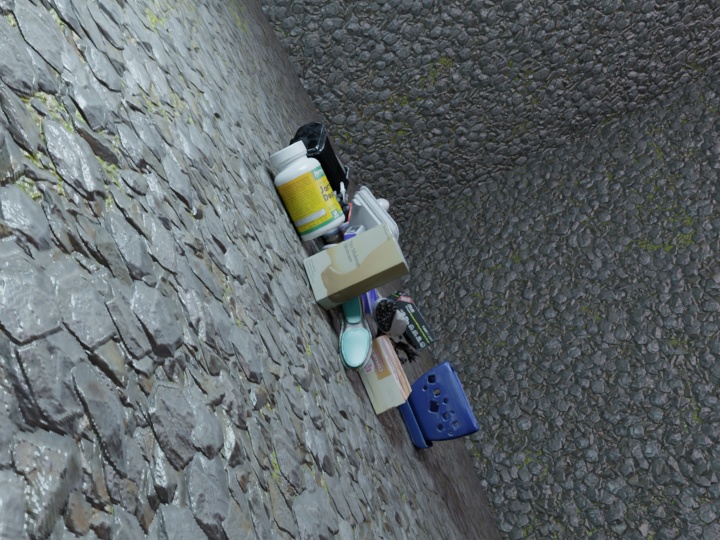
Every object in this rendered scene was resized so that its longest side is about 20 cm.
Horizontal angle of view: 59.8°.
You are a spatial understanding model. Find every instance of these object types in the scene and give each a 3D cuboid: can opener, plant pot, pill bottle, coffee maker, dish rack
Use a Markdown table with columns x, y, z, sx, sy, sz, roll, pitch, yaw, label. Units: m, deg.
| x | y | z | sx | sy | sz | roll | pitch | yaw | label |
| --- | --- | --- | --- | --- | --- | --- | --- | --- | --- |
| -0.062 | -0.173 | 1.643 | 0.200 | 0.066 | 0.054 | 107 | -24 | -76 | can opener |
| 0.210 | 0.384 | 1.743 | 0.202 | 0.178 | 0.200 | 67 | 7 | 16 | plant pot |
| -0.124 | -0.179 | 1.399 | 0.113 | 0.112 | 0.202 | -85 | 149 | -77 | pill bottle |
| -0.114 | -0.298 | 1.821 | 0.200 | 0.134 | 0.193 | 57 | 12 | -51 | coffee maker |
| 0.023 | -0.101 | 1.630 | 0.200 | 0.043 | 0.173 | 53 | -34 | 35 | dish rack |

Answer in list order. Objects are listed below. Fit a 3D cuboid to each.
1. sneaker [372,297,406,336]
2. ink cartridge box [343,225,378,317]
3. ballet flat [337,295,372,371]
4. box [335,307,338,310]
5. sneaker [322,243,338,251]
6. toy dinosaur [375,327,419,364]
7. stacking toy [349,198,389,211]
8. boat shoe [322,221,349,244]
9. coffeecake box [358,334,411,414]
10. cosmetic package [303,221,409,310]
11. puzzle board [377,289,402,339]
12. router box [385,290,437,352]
| x | y | z | sx | sy | sz | roll | pitch | yaw | label |
| --- | --- | --- | --- | --- | --- | --- | --- | --- | --- |
| 0.058 | 0.110 | 1.511 | 0.072 | 0.072 | 0.200 | 28 | -10 | 24 | sneaker |
| 0.000 | 0.000 | 1.524 | 0.200 | 0.043 | 0.200 | -64 | 143 | -79 | ink cartridge box |
| -0.012 | 0.134 | 1.322 | 0.074 | 0.073 | 0.202 | 58 | 24 | -48 | ballet flat |
| -0.040 | 0.072 | 1.482 | 0.200 | 0.038 | 0.042 | 40 | 29 | -76 | box |
| -0.050 | 0.002 | 1.594 | 0.200 | 0.074 | 0.090 | 41 | 40 | -69 | sneaker |
| 0.087 | 0.225 | 1.756 | 0.135 | 0.101 | 0.202 | 35 | 49 | -45 | toy dinosaur |
| -0.001 | -0.172 | 1.977 | 0.146 | 0.198 | 0.147 | -25 | 90 | -84 | stacking toy |
| -0.066 | -0.093 | 1.792 | 0.200 | 0.072 | 0.073 | -29 | 99 | -74 | boat shoe |
| 0.051 | 0.236 | 1.463 | 0.200 | 0.072 | 0.155 | 20 | 46 | -80 | coffeecake box |
| -0.009 | -0.008 | 1.310 | 0.106 | 0.198 | 0.071 | 67 | 7 | 24 | cosmetic package |
| 0.054 | 0.089 | 1.739 | 0.151 | 0.017 | 0.201 | 58 | -4 | 40 | puzzle board |
| 0.131 | 0.136 | 1.733 | 0.151 | 0.062 | 0.200 | 58 | -3 | -3 | router box |
